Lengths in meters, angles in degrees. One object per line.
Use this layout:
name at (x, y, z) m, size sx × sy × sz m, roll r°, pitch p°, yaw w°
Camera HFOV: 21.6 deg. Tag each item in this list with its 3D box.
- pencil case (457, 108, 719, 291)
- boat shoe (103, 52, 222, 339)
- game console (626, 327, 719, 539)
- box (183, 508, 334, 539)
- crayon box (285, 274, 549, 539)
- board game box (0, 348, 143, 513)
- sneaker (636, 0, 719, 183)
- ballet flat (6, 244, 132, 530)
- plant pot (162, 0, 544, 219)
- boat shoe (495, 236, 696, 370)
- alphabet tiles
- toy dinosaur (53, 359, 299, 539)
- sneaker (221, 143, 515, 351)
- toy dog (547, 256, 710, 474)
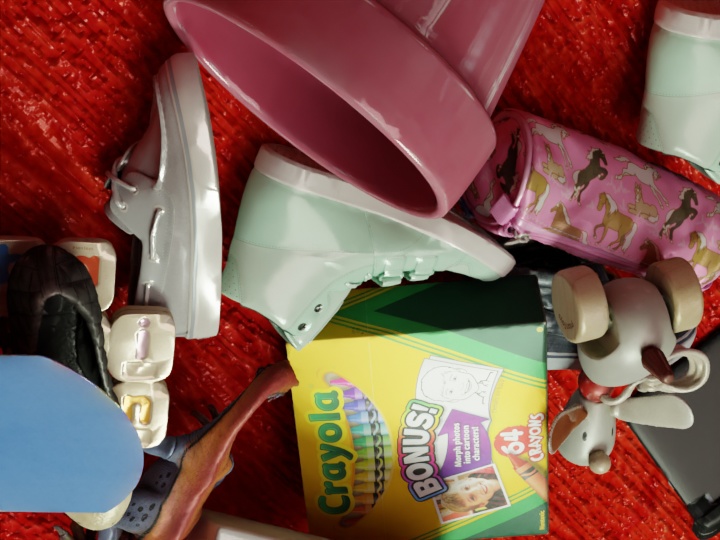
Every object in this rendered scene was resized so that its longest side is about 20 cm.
pencil case at (0.163, -0.042, 1.280) m, size 0.199 × 0.083 × 0.087 m, roll 17°, pitch 102°, yaw -33°
boat shoe at (-0.121, -0.041, 1.142) m, size 0.068 × 0.072 × 0.200 m, roll -4°, pitch 135°, yaw -8°
game console at (0.326, 0.112, 1.556) m, size 0.200 × 0.117 × 0.176 m, roll -37°, pitch 164°, yaw -1°
box at (-0.036, 0.260, 1.284) m, size 0.199 × 0.106 × 0.153 m, roll 17°, pitch 86°, yaw -17°
crayon box at (0.042, 0.103, 1.309) m, size 0.172 × 0.058 × 0.201 m, roll -5°, pitch 128°, yaw 0°
board game box at (-0.223, 0.082, 1.098) m, size 0.199 × 0.039 × 0.158 m, roll 0°, pitch 140°, yaw 6°
sneaker at (0.279, -0.120, 1.304) m, size 0.200 × 0.074 × 0.119 m, roll 3°, pitch 113°, yaw -21°
ballet flat at (-0.176, 0.078, 1.128) m, size 0.066 × 0.057 × 0.201 m, roll -10°, pitch 121°, yaw -3°
plant pot at (0.019, -0.158, 1.065) m, size 0.179 × 0.200 × 0.200 m, roll -53°, pitch 134°, yaw -8°
boat shoe at (0.167, 0.021, 1.354) m, size 0.199 × 0.071 × 0.091 m, roll -3°, pitch 128°, yaw -27°
alphabet tiles at (-0.215, 0.065, 1.154) m, size 0.199 × 0.015 × 0.196 m, roll 1°, pitch 119°, yaw -11°
toy dinosaur at (-0.105, 0.138, 1.232) m, size 0.181 × 0.201 × 0.105 m, roll -29°, pitch 160°, yaw 35°
sneaker at (0.000, 0.000, 1.232) m, size 0.200 × 0.074 × 0.119 m, roll 17°, pitch 104°, yaw -28°
toy dog at (0.180, 0.078, 1.275) m, size 0.131 × 0.097 × 0.200 m, roll -21°, pitch 140°, yaw 2°
